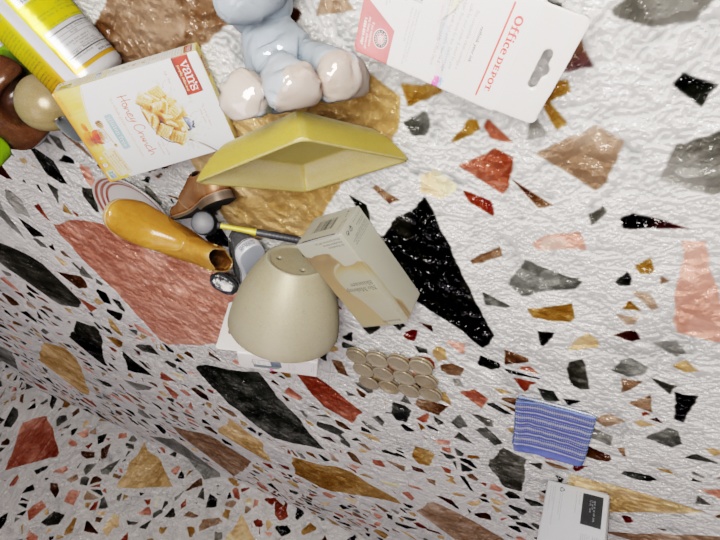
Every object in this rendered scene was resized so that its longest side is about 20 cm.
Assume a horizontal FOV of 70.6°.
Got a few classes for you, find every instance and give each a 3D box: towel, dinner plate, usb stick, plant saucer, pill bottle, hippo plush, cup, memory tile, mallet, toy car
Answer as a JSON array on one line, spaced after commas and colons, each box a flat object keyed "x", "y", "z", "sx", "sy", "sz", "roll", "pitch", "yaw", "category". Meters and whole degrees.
[{"x": 0.374, "y": 0.322, "z": 1.002, "sx": 0.145, "sy": 0.024, "sz": 0.200, "roll": 10, "pitch": 139, "yaw": 23, "category": "towel"}, {"x": -0.453, "y": -0.114, "z": 1.036, "sx": 0.200, "sy": 0.024, "sz": 0.200, "roll": 18, "pitch": 141, "yaw": 15, "category": "dinner plate"}, {"x": -0.264, "y": 0.024, "z": 0.996, "sx": 0.055, "sy": 0.033, "sz": 0.200, "roll": 32, "pitch": 173, "yaw": -11, "category": "usb stick"}, {"x": -0.075, "y": -0.149, "z": 0.653, "sx": 0.200, "sy": 0.200, "sz": 0.049, "roll": -9, "pitch": 88, "yaw": 39, "category": "plant saucer"}, {"x": -0.419, "y": -0.313, "z": 0.711, "sx": 0.109, "sy": 0.109, "sz": 0.200, "roll": -13, "pitch": 126, "yaw": 42, "category": "pill bottle"}, {"x": -0.079, "y": -0.258, "z": 0.551, "sx": 0.159, "sy": 0.200, "sz": 0.161, "roll": -10, "pitch": 108, "yaw": 5, "category": "hippo plush"}, {"x": -0.123, "y": 0.040, "z": 0.886, "sx": 0.200, "sy": 0.200, "sz": 0.143, "roll": 21, "pitch": 121, "yaw": 11, "category": "cup"}, {"x": 0.072, "y": 0.222, "z": 1.089, "sx": 0.200, "sy": 0.017, "sz": 0.153, "roll": 4, "pitch": 136, "yaw": 29, "category": "memory tile"}, {"x": -0.183, "y": -0.065, "z": 0.852, "sx": 0.200, "sy": 0.041, "sz": 0.066, "roll": 10, "pitch": -178, "yaw": -3, "category": "mallet"}, {"x": -0.498, "y": -0.252, "z": 0.809, "sx": 0.200, "sy": 0.164, "sz": 0.158, "roll": 12, "pitch": 142, "yaw": 2, "category": "toy car"}]

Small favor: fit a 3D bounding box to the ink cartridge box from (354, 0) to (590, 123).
[{"x": 0.105, "y": -0.239, "z": 0.490, "sx": 0.200, "sy": 0.068, "sz": 0.117, "roll": 27, "pitch": 144, "yaw": 6, "category": "ink cartridge box"}]

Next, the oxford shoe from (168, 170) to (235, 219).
[{"x": -0.283, "y": -0.132, "z": 0.886, "sx": 0.200, "sy": 0.071, "sz": 0.071, "roll": -15, "pitch": 95, "yaw": 47, "category": "oxford shoe"}]

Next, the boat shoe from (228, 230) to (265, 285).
[{"x": -0.216, "y": -0.010, "z": 0.972, "sx": 0.066, "sy": 0.070, "sz": 0.200, "roll": 48, "pitch": 161, "yaw": 22, "category": "boat shoe"}]

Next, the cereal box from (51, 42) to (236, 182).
[{"x": -0.293, "y": -0.217, "z": 0.715, "sx": 0.200, "sy": 0.040, "sz": 0.144, "roll": -17, "pitch": 133, "yaw": 2, "category": "cereal box"}]

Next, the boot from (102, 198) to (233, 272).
[{"x": -0.311, "y": -0.055, "z": 0.855, "sx": 0.144, "sy": 0.071, "sz": 0.201, "roll": 20, "pitch": 174, "yaw": 23, "category": "boot"}]

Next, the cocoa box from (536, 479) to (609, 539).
[{"x": 0.464, "y": 0.593, "z": 1.111, "sx": 0.133, "sy": 0.200, "sz": 0.131, "roll": 4, "pitch": 137, "yaw": 29, "category": "cocoa box"}]

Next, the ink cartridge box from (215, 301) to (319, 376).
[{"x": -0.177, "y": 0.137, "z": 1.028, "sx": 0.200, "sy": 0.117, "sz": 0.067, "roll": 9, "pitch": 144, "yaw": -1, "category": "ink cartridge box"}]

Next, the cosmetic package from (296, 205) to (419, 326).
[{"x": 0.000, "y": 0.000, "z": 0.832, "sx": 0.105, "sy": 0.071, "sz": 0.200, "roll": -12, "pitch": 127, "yaw": 41, "category": "cosmetic package"}]
